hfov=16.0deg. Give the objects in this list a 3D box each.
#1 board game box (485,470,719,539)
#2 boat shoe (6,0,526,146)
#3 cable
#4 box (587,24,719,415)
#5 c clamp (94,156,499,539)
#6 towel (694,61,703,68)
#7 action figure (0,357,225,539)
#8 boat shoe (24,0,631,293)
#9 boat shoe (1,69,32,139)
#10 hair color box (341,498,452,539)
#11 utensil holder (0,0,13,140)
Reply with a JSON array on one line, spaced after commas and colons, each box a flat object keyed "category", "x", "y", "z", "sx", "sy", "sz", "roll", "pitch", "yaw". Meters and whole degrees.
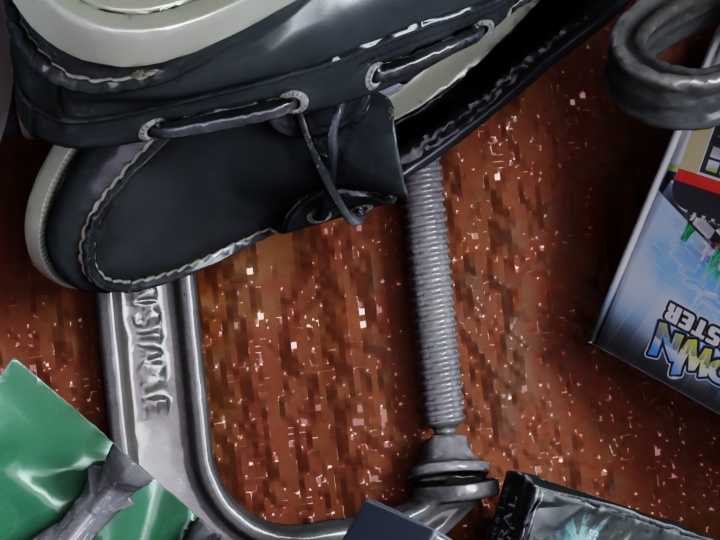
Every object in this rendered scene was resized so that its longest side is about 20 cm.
[{"category": "board game box", "x": 0.074, "y": 0.176, "z": 0.781, "sx": 0.134, "sy": 0.028, "sz": 0.201, "roll": 20, "pitch": 87, "yaw": -20}, {"category": "boat shoe", "x": -0.004, "y": -0.076, "z": 0.654, "sx": 0.199, "sy": 0.066, "sz": 0.075, "roll": -27, "pitch": 63, "yaw": -36}, {"category": "cable", "x": 0.127, "y": -0.102, "z": 0.760, "sx": 0.199, "sy": 0.097, "sz": 0.051, "roll": -24, "pitch": 139, "yaw": -43}, {"category": "box", "x": 0.175, "y": 0.018, "z": 0.751, "sx": 0.035, "sy": 0.199, "sz": 0.111, "roll": -16, "pitch": 131, "yaw": -60}, {"category": "c clamp", "x": 0.000, "y": 0.000, "z": 0.772, "sx": 0.170, "sy": 0.027, "sz": 0.202, "roll": 1, "pitch": 86, "yaw": -22}, {"category": "towel", "x": 0.213, "y": -0.062, "z": 0.855, "sx": 0.200, "sy": 0.050, "sz": 0.148, "roll": -40, "pitch": 95, "yaw": -18}, {"category": "action figure", "x": -0.114, "y": 0.139, "z": 0.702, "sx": 0.118, "sy": 0.055, "sz": 0.200, "roll": 41, "pitch": 84, "yaw": -14}, {"category": "boat shoe", "x": 0.000, "y": -0.049, "z": 0.721, "sx": 0.199, "sy": 0.066, "sz": 0.075, "roll": -32, "pitch": 138, "yaw": -23}, {"category": "boat shoe", "x": -0.119, "y": -0.134, "z": 0.707, "sx": 0.062, "sy": 0.073, "sz": 0.202, "roll": -5, "pitch": 92, "yaw": 2}, {"category": "hair color box", "x": 0.064, "y": 0.160, "z": 0.729, "sx": 0.199, "sy": 0.061, "sz": 0.099, "roll": 34, "pitch": 82, "yaw": -19}, {"category": "utensil holder", "x": -0.172, "y": -0.049, "z": 0.587, "sx": 0.169, "sy": 0.200, "sz": 0.171, "roll": 0, "pitch": 95, "yaw": 3}]
